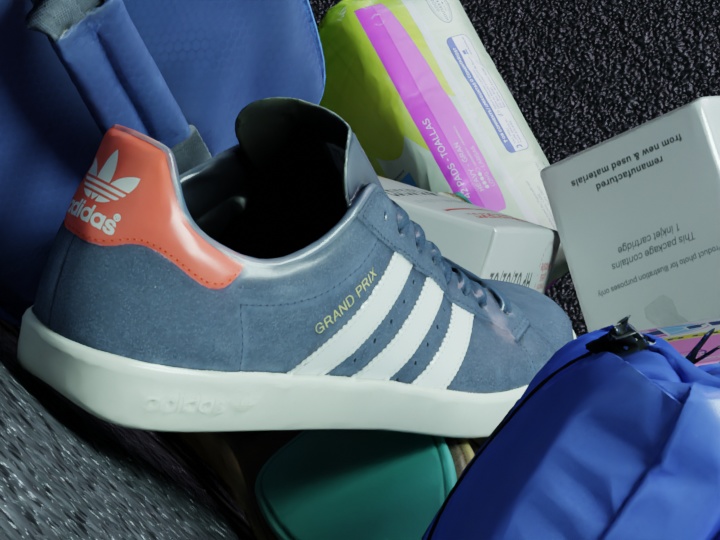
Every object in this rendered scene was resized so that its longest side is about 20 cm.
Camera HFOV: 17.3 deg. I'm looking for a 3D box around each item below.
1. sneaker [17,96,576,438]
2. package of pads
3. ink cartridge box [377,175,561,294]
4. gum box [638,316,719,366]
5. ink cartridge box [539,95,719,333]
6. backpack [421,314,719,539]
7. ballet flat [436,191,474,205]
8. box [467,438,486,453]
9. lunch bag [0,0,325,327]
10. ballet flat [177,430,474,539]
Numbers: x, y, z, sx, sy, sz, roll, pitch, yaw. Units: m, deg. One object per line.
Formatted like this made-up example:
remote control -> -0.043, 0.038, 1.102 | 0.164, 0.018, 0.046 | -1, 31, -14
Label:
sneaker -> -0.002, -0.003, 0.669 | 0.075, 0.085, 0.200 | 25, 16, 39
package of pads -> 0.009, -0.029, 1.090 | 0.155, 0.068, 0.200 | 61, -31, 12
ink cartridge box -> 0.000, 0.000, 0.861 | 0.200, 0.068, 0.115 | 18, 6, 15
gum box -> 0.128, 0.119, 0.755 | 0.114, 0.066, 0.201 | -111, -167, -86
ink cartridge box -> 0.167, 0.039, 0.895 | 0.144, 0.084, 0.201 | -8, 79, -47
backpack -> 0.099, 0.092, 0.596 | 0.168, 0.163, 0.200 | 39, 0, 0
ballet flat -> 0.041, 0.065, 0.982 | 0.072, 0.072, 0.200 | 42, -28, 51
box -> 0.098, 0.087, 0.949 | 0.200, 0.082, 0.068 | 0, 30, -40
lunch bag -> -0.095, -0.088, 0.651 | 0.132, 0.136, 0.200 | 42, -13, 28
ballet flat -> -0.008, 0.062, 0.734 | 0.063, 0.069, 0.200 | 61, -9, -33
